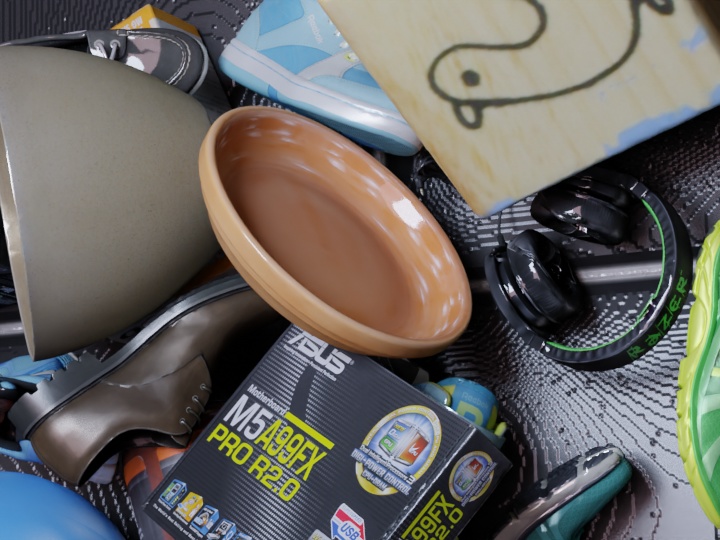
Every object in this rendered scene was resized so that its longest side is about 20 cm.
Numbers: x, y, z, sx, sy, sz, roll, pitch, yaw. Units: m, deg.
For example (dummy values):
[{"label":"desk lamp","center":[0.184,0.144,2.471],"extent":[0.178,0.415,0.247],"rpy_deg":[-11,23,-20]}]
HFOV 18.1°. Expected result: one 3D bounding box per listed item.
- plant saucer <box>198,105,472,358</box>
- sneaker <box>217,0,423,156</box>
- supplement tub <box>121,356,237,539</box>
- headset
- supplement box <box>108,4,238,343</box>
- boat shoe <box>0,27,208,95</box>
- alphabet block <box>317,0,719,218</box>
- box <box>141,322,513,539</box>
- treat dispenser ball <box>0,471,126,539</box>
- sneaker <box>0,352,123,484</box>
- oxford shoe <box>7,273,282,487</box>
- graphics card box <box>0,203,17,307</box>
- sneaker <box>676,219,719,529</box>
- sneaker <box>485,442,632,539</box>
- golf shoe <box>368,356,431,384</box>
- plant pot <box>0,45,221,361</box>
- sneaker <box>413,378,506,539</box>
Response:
[{"label":"plant saucer","center":[-0.020,-0.018,1.388],"extent":[0.037,0.200,0.200],"rpy_deg":[-49,66,28]},{"label":"sneaker","center":[-0.006,-0.159,1.484],"extent":[0.200,0.079,0.131],"rpy_deg":[29,91,46]},{"label":"supplement tub","center":[-0.095,0.159,1.482],"extent":[0.107,0.107,0.200],"rpy_deg":[-23,72,19]},{"label":"headset","center":[0.117,-0.021,1.425],"extent":[0.200,0.094,0.124],"rpy_deg":[38,98,40]},{"label":"supplement box","center":[-0.144,-0.063,1.556],"extent":[0.126,0.074,0.200],"rpy_deg":[-30,72,17]},{"label":"boat shoe","center":[-0.201,-0.127,1.520],"extent":[0.200,0.057,0.067],"rpy_deg":[-7,77,24]},{"label":"alphabet block","center":[0.097,-0.191,1.364],"extent":[0.195,0.200,0.197],"rpy_deg":[-27,38,17]},{"label":"box","center":[-0.025,0.129,1.346],"extent":[0.160,0.044,0.200],"rpy_deg":[-51,38,-6]},{"label":"treat dispenser ball","center":[-0.239,0.233,1.483],"extent":[0.200,0.201,0.201],"rpy_deg":[-4,81,23]},{"label":"sneaker","center":[-0.228,0.089,1.530],"extent":[0.200,0.090,0.079],"rpy_deg":[8,84,62]},{"label":"oxford shoe","center":[-0.118,0.071,1.438],"extent":[0.200,0.073,0.084],"rpy_deg":[-35,77,-14]},{"label":"graphics card box","center":[-0.314,0.003,1.593],"extent":[0.200,0.125,0.051],"rpy_deg":[-13,76,22]},{"label":"sneaker","center":[0.241,0.064,1.369],"extent":[0.083,0.074,0.201],"rpy_deg":[2,83,28]},{"label":"sneaker","center":[0.109,0.193,1.421],"extent":[0.080,0.078,0.200],"rpy_deg":[38,103,4]},{"label":"golf shoe","center":[0.000,0.000,1.495],"extent":[0.094,0.078,0.200],"rpy_deg":[-7,78,2]},{"label":"plant pot","center":[-0.159,-0.051,1.435],"extent":[0.134,0.200,0.201],"rpy_deg":[-9,76,-11]},{"label":"sneaker","center":[0.041,0.138,1.379],"extent":[0.131,0.079,0.200],"rpy_deg":[-52,24,16]}]
